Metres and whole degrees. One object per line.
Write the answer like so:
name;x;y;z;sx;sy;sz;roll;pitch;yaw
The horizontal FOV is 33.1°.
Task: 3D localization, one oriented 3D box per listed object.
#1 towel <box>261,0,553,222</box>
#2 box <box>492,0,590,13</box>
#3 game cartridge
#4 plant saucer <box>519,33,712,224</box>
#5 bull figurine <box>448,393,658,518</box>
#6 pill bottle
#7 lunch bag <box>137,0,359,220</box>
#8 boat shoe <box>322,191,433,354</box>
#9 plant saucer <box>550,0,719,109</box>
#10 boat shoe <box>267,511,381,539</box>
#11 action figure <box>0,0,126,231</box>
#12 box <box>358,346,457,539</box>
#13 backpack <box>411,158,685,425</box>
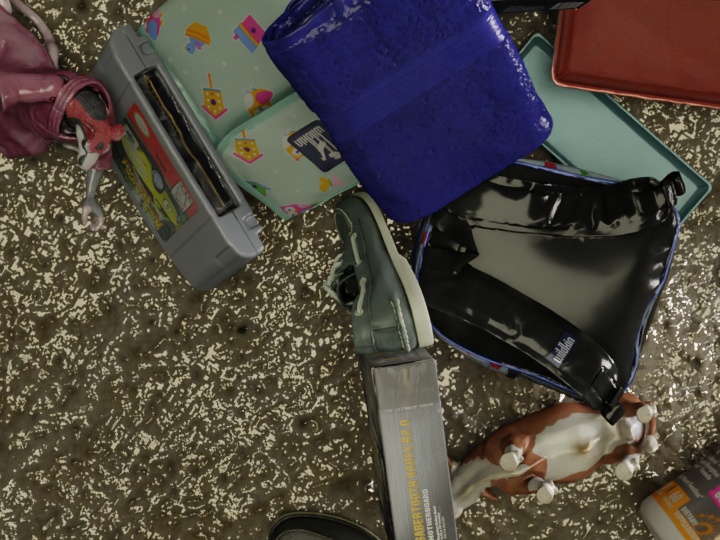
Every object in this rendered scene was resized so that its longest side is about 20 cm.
towel;0.037;-0.135;0.847;0.147;0.050;0.200;-30;131;8
box;0.067;-0.254;0.870;0.199;0.038;0.138;-7;87;-17
game cartridge;-0.154;-0.082;0.963;0.041;0.133;0.201;-31;90;-24
plant saucer;0.200;-0.109;1.023;0.200;0.019;0.070;40;92;-4
bull figurine;0.154;0.151;0.997;0.199;0.121;0.065;-23;94;-5
pill bottle;0.342;0.188;1.000;0.199;0.116;0.117;-34;94;2
lunch bag;-0.047;-0.153;0.942;0.170;0.122;0.201;-28;96;28
boat shoe;0.000;0.000;0.942;0.061;0.200;0.073;-19;123;-6
plant saucer;0.262;-0.235;0.997;0.198;0.037;0.201;8;89;-2
boat shoe;0.008;0.274;1.029;0.201;0.063;0.074;35;95;-2
action figure;-0.236;-0.130;0.943;0.134;0.199;0.150;42;71;-46
box;0.034;0.135;0.948;0.048;0.200;0.160;-9;95;-3
backpack;0.135;-0.003;0.965;0.189;0.154;0.201;19;85;-8
